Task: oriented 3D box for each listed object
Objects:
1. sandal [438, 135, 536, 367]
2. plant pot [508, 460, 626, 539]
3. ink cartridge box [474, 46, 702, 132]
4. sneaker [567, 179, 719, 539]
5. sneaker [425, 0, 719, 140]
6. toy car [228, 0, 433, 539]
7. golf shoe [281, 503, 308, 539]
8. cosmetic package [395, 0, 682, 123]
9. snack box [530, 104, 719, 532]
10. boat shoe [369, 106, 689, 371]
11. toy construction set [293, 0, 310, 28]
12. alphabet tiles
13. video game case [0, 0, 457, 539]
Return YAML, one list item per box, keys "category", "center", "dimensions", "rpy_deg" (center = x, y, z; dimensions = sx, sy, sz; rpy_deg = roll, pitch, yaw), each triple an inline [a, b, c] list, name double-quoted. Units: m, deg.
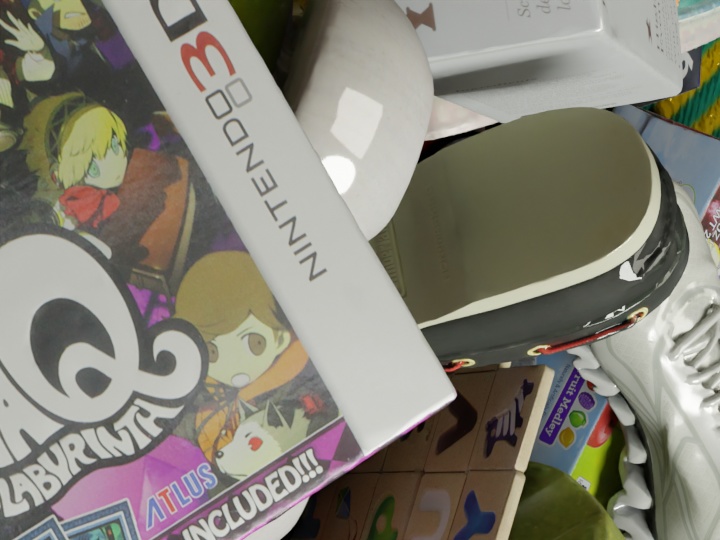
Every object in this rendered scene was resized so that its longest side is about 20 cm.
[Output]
- category: "sandal"
  center: [0.034, 0.041, 1.023]
  dimensions: [0.043, 0.076, 0.201]
  rpy_deg: [104, 8, -57]
- category: "plant pot"
  center: [0.063, 0.179, 1.032]
  dimensions: [0.201, 0.200, 0.185]
  rpy_deg: [-56, 132, -38]
- category: "ink cartridge box"
  center: [0.108, -0.119, 1.157]
  dimensions: [0.200, 0.039, 0.100]
  rpy_deg: [-24, 118, -59]
- category: "sneaker"
  center: [0.132, 0.049, 1.059]
  dimensions: [0.075, 0.081, 0.201]
  rpy_deg: [-34, 125, -26]
- category: "sneaker"
  center: [0.081, -0.116, 1.022]
  dimensions: [0.199, 0.071, 0.080]
  rpy_deg: [-25, 112, -30]
- category: "toy car"
  center: [-0.086, -0.014, 0.728]
  dimensions: [0.150, 0.174, 0.201]
  rpy_deg: [135, -27, -75]
- category: "golf shoe"
  center: [-0.062, 0.075, 0.861]
  dimensions: [0.200, 0.072, 0.093]
  rpy_deg: [-23, 120, -59]
- category: "cosmetic package"
  center: [0.053, -0.107, 0.871]
  dimensions: [0.200, 0.074, 0.102]
  rpy_deg: [1, 80, -78]
- category: "snack box"
  center: [0.131, 0.042, 1.187]
  dimensions: [0.169, 0.067, 0.200]
  rpy_deg: [-62, 151, -4]
- category: "boat shoe"
  center: [0.000, 0.003, 0.826]
  dimensions: [0.063, 0.200, 0.074]
  rpy_deg: [49, 34, -60]
- category: "toy construction set"
  center: [-0.032, -0.092, 0.858]
  dimensions: [0.200, 0.092, 0.132]
  rpy_deg: [75, 36, -55]
- category: "alphabet tiles"
  center: [0.003, 0.083, 0.895]
  dimensions: [0.006, 0.200, 0.167]
  rpy_deg: [21, 78, -20]
- category: "video game case"
  center: [-0.104, 0.003, 0.614]
  dimensions: [0.199, 0.036, 0.182]
  rpy_deg: [-31, 93, -19]
